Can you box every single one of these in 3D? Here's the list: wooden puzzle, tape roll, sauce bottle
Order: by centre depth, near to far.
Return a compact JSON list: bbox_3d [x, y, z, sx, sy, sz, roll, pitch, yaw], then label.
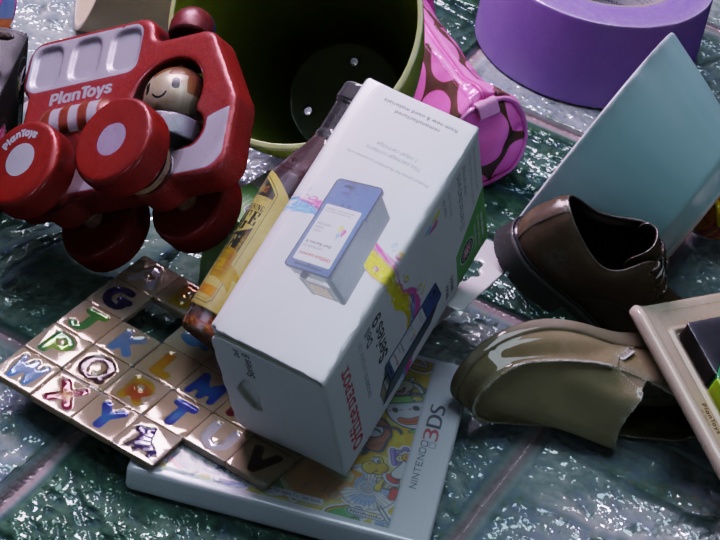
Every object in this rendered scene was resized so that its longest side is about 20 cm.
[{"bbox_3d":[-0.044,-0.032,1.382,0.066,0.066,0.201,27,79,21],"label":"sauce bottle"},{"bbox_3d":[0.299,0.085,1.418,0.199,0.037,0.186,-6,56,-33],"label":"wooden puzzle"},{"bbox_3d":[0.204,-0.232,1.813,0.198,0.085,0.201,7,39,-5],"label":"tape roll"}]

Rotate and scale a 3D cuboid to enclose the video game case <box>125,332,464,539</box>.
[{"bbox_3d":[-0.036,0.103,1.381,0.198,0.023,0.182,14,38,4],"label":"video game case"}]

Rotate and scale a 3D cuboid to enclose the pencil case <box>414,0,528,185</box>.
[{"bbox_3d":[0.062,-0.158,1.678,0.090,0.094,0.200,-11,43,-25],"label":"pencil case"}]

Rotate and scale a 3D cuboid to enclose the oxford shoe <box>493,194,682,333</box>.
[{"bbox_3d":[0.192,0.012,1.456,0.199,0.084,0.073,30,40,-31],"label":"oxford shoe"}]

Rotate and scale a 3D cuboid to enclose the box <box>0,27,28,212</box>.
[{"bbox_3d":[-0.329,-0.080,1.458,0.147,0.125,0.201,12,37,0],"label":"box"}]

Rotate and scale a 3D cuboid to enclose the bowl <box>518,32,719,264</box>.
[{"bbox_3d":[0.207,-0.066,1.541,0.105,0.201,0.201,40,43,5],"label":"bowl"}]

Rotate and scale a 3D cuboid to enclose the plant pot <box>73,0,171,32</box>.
[{"bbox_3d":[-0.114,-0.259,1.714,0.199,0.188,0.188,17,36,-16],"label":"plant pot"}]

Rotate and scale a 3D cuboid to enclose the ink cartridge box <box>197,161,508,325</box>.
[{"bbox_3d":[0.000,0.000,1.462,0.199,0.068,0.117,22,29,20],"label":"ink cartridge box"}]

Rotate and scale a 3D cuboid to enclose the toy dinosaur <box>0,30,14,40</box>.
[{"bbox_3d":[-0.297,-0.135,1.374,0.134,0.086,0.201,8,44,-14],"label":"toy dinosaur"}]

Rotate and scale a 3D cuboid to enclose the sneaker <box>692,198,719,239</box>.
[{"bbox_3d":[0.321,-0.113,1.626,0.073,0.077,0.201,26,78,-16],"label":"sneaker"}]

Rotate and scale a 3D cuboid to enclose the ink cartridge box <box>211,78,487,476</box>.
[{"bbox_3d":[-0.003,0.007,1.306,0.087,0.146,0.201,26,67,18],"label":"ink cartridge box"}]

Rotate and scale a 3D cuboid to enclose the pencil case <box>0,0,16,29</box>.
[{"bbox_3d":[-0.372,-0.227,1.672,0.198,0.089,0.089,-3,40,-21],"label":"pencil case"}]

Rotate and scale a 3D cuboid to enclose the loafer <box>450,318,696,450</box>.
[{"bbox_3d":[0.158,0.080,1.410,0.198,0.076,0.068,-1,45,-21],"label":"loafer"}]

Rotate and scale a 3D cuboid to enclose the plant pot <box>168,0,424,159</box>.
[{"bbox_3d":[-0.029,-0.154,1.558,0.186,0.200,0.189,-2,77,10],"label":"plant pot"}]

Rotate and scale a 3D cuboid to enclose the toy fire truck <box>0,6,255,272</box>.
[{"bbox_3d":[-0.160,-0.103,1.433,0.199,0.112,0.169,-10,60,31],"label":"toy fire truck"}]

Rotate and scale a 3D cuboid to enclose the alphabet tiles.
[{"bbox_3d":[-0.116,0.072,1.377,0.199,0.008,0.167,27,40,20],"label":"alphabet tiles"}]
